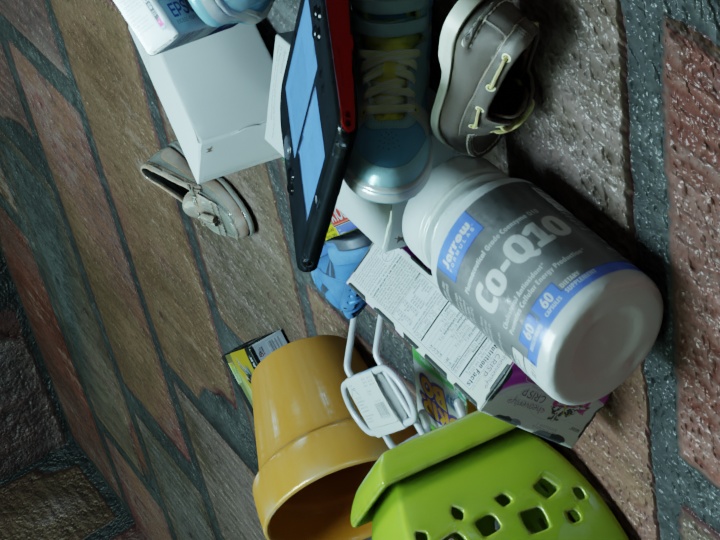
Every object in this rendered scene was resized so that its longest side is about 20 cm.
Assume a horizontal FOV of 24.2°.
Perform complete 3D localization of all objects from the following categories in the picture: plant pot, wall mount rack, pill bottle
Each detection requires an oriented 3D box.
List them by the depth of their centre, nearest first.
[{"bbox_3d":[0.125,0.001,1.274,0.200,0.113,0.114,44,154,40],"label":"pill bottle"},{"bbox_3d":[0.105,0.237,1.540,0.182,0.199,0.199,64,163,16],"label":"plant pot"},{"bbox_3d":[0.027,0.089,1.646,0.174,0.074,0.200,61,161,1],"label":"wall mount rack"},{"bbox_3d":[-0.037,0.181,1.853,0.201,0.199,0.184,93,160,-56],"label":"plant pot"}]

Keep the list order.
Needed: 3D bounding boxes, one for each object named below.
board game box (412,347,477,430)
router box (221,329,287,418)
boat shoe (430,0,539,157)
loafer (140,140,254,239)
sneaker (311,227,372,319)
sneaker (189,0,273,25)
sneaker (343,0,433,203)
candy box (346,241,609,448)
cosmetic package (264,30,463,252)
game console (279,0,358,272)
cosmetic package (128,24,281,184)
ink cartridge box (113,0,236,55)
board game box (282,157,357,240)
[{"bbox_3d":[0.088,0.116,1.665,0.096,0.030,0.201,47,158,37],"label":"board game box"},{"bbox_3d":[-0.098,0.181,2.185,0.201,0.052,0.157,62,161,-1],"label":"router box"},{"bbox_3d":[0.096,-0.134,1.233,0.059,0.072,0.200,38,160,17],"label":"boat shoe"},{"bbox_3d":[-0.202,-0.089,2.060,0.200,0.063,0.072,44,153,42],"label":"loafer"},{"bbox_3d":[0.000,0.000,1.565,0.200,0.066,0.079,151,100,-76],"label":"sneaker"},{"bbox_3d":[-0.070,-0.273,1.445,0.080,0.130,0.200,58,-162,-10],"label":"sneaker"},{"bbox_3d":[0.019,-0.156,1.285,0.201,0.079,0.131,-90,-1,-46],"label":"sneaker"},{"bbox_3d":[0.097,0.056,1.402,0.136,0.061,0.200,24,-166,-46],"label":"candy box"},{"bbox_3d":[0.004,-0.118,1.434,0.200,0.081,0.113,44,138,38],"label":"cosmetic package"},{"bbox_3d":[-0.035,-0.122,1.305,0.200,0.031,0.178,108,162,-56],"label":"game console"},{"bbox_3d":[-0.150,-0.201,1.665,0.085,0.107,0.201,107,143,-63],"label":"cosmetic package"},{"bbox_3d":[-0.188,-0.293,1.469,0.201,0.043,0.196,58,-158,-5],"label":"ink cartridge box"},{"bbox_3d":[-0.022,-0.099,1.642,0.135,0.029,0.200,64,161,-3],"label":"board game box"}]
